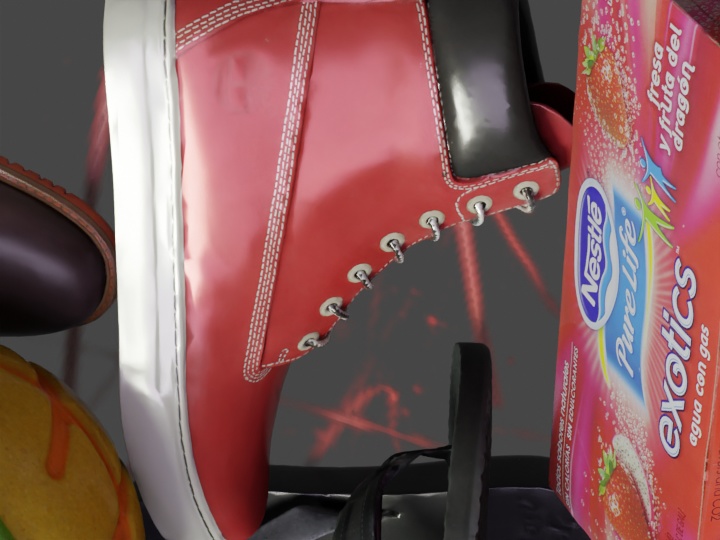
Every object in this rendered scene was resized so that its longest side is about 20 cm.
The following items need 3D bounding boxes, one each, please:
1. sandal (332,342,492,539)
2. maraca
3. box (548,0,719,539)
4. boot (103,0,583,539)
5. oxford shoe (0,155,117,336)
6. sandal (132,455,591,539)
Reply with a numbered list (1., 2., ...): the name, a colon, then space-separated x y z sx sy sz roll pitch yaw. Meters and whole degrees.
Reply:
1. sandal: 0.010 0.119 0.814 0.048 0.075 0.202 9 83 0
2. maraca: -0.120 0.090 0.819 0.107 0.137 0.200 -32 157 -14
3. box: 0.121 0.000 0.756 0.099 0.096 0.201 -12 126 -19
4. boot: 0.000 0.000 0.801 0.143 0.073 0.201 1 120 2
5. oxford shoe: -0.173 -0.001 0.810 0.199 0.073 0.071 7 123 0
6. sandal: -0.018 0.101 0.882 0.199 0.043 0.076 -11 122 12
